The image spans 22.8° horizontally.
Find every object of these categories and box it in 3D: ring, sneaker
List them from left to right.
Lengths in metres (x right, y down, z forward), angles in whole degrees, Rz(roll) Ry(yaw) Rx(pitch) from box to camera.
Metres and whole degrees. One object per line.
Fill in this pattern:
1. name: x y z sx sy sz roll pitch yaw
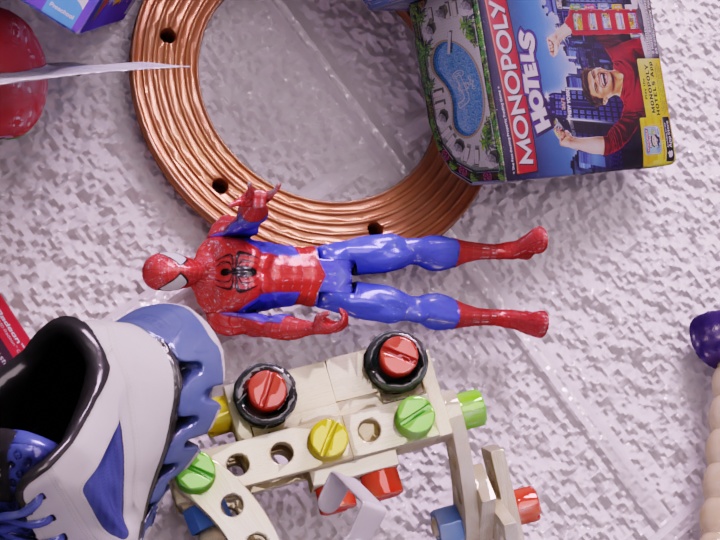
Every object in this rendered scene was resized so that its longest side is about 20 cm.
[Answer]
1. sneaker: -0.133 0.103 0.729 0.115 0.080 0.200 16 88 -58
2. ring: -0.022 -0.094 0.920 0.200 0.019 0.201 7 69 -19

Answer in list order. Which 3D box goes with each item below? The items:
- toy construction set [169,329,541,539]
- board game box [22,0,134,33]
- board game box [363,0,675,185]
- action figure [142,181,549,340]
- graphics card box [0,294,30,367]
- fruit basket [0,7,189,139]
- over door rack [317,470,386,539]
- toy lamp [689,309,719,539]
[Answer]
1. toy construction set: -0.007 0.105 0.815 0.200 0.092 0.131 -10 74 -24
2. board game box: -0.160 -0.163 0.796 0.134 0.200 0.045 32 97 -8
3. board game box: 0.066 -0.142 0.905 0.200 0.062 0.200 -8 88 -46
4. action figure: 0.000 0.000 0.837 0.200 0.099 0.065 1 83 -14
5. graphics card box: -0.221 0.041 0.727 0.126 0.051 0.200 57 30 5
6. fruit basket: -0.195 -0.072 0.768 0.200 0.185 0.094 -3 98 -25
7. over door rack: 0.024 0.202 0.761 0.148 0.067 0.200 23 84 -33
8. toy lamp: 0.182 0.122 0.902 0.058 0.058 0.200 19 65 -13
